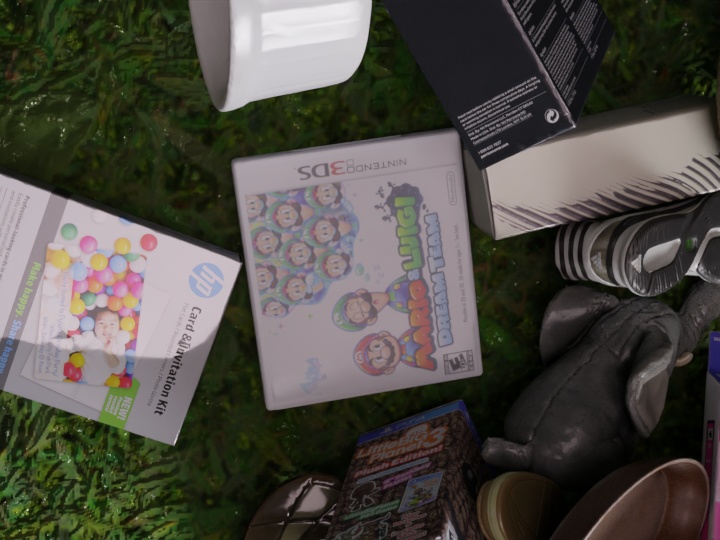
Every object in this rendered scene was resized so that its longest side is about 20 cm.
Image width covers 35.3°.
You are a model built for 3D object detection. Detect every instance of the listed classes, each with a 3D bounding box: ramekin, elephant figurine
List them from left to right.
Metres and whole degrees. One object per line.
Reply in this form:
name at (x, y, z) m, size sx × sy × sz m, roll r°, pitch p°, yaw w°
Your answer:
ramekin at (-0.060, -0.213, 0.756) m, size 0.096 × 0.200 × 0.204 m, roll -9°, pitch 103°, yaw -15°
elephant figurine at (0.198, 0.075, 0.890) m, size 0.140 × 0.155 × 0.202 m, roll 27°, pitch 97°, yaw 2°

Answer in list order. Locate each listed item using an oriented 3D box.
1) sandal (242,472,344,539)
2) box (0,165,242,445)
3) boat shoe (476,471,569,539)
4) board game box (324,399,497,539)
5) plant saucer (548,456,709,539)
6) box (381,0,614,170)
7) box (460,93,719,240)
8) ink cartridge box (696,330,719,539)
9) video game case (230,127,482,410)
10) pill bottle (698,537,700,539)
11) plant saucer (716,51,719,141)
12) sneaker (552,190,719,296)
sandal at (-0.063, 0.244, 0.926) m, size 0.081 × 0.055 × 0.202 m, roll 15°, pitch 114°, yaw -5°
box at (-0.209, 0.028, 0.861) m, size 0.198 × 0.041 × 0.158 m, roll 20°, pitch 98°, yaw -13°
boat shoe at (0.128, 0.201, 0.853) m, size 0.200 × 0.062 × 0.074 m, roll 35°, pitch 58°, yaw -52°
board game box at (0.057, 0.223, 0.850) m, size 0.096 × 0.200 × 0.161 m, roll -21°, pitch 106°, yaw 16°
plant saucer at (0.179, 0.215, 0.817) m, size 0.199 × 0.034 × 0.203 m, roll -25°, pitch 131°, yaw -32°
box at (0.100, -0.180, 0.779) m, size 0.078 × 0.200 × 0.142 m, roll -21°, pitch 108°, yaw 29°
box at (0.183, -0.083, 0.877) m, size 0.197 × 0.082 × 0.069 m, roll -13°, pitch 104°, yaw -4°
ink cartridge box at (0.315, 0.151, 0.880) m, size 0.093 × 0.037 × 0.203 m, roll 7°, pitch 79°, yaw -5°
video game case at (0.000, 0.000, 0.895) m, size 0.179 × 0.024 × 0.203 m, roll -9°, pitch 103°, yaw -7°
pill bottle at (0.306, 0.220, 0.942) m, size 0.197 × 0.111 × 0.113 m, roll -8°, pitch 103°, yaw -7°
plant saucer at (0.311, -0.120, 0.861) m, size 0.035 × 0.200 × 0.203 m, roll -3°, pitch 107°, yaw 36°
sneaker at (0.227, -0.029, 0.900) m, size 0.199 × 0.115 × 0.077 m, roll -9°, pitch 104°, yaw -42°
